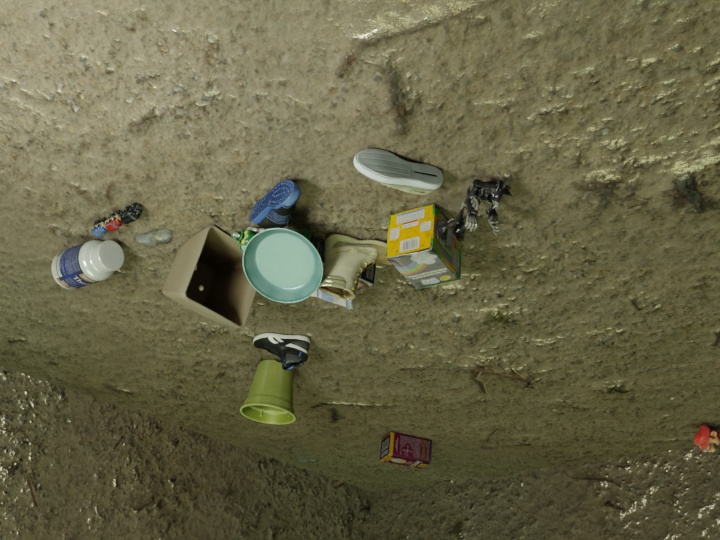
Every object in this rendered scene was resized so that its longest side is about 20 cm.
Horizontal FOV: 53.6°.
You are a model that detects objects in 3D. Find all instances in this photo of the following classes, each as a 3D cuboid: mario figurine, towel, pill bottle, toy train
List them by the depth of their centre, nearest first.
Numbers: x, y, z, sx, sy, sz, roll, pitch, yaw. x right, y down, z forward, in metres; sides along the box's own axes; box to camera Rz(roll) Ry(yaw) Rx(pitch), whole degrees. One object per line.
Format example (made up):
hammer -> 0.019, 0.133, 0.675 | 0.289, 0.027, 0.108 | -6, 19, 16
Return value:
toy train -> -0.620, -0.122, 1.803 | 0.198, 0.046, 0.034 | -16, 143, 36
pill bottle -> -0.738, -0.020, 1.941 | 0.198, 0.112, 0.111 | -14, 144, 33
towel -> -0.111, 0.058, 1.951 | 0.198, 0.024, 0.147 | 18, 167, 3
mario figurine -> 1.308, 0.626, 2.583 | 0.197, 0.106, 0.125 | 0, 116, -2

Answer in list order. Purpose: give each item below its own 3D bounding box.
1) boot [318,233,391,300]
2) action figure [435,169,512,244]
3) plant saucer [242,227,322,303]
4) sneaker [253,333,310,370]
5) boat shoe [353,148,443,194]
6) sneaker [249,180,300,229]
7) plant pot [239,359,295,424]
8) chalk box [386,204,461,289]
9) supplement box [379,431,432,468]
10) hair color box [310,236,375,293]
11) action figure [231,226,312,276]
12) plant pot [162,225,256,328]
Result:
boot -> 0.000, 0.000, 1.758 | 0.197, 0.156, 0.072 | 11, 151, -5
action figure -> 0.255, -0.124, 1.532 | 0.118, 0.103, 0.200 | 5, 148, -33
plant saucer -> -0.184, -0.017, 1.715 | 0.197, 0.036, 0.202 | 4, 118, 8
sneaker -> -0.267, 0.269, 2.331 | 0.197, 0.113, 0.073 | -2, 148, 16
boat shoe -> 0.075, -0.196, 1.489 | 0.198, 0.073, 0.062 | 13, 148, -16
sneaker -> -0.179, -0.146, 1.644 | 0.077, 0.071, 0.199 | 22, 154, -29
plant pot -> -0.314, 0.427, 2.541 | 0.198, 0.186, 0.201 | 6, 150, 3
chalk box -> 0.162, -0.043, 1.683 | 0.123, 0.125, 0.200 | -12, 146, 29
supplement box -> 0.199, 0.792, 3.135 | 0.198, 0.104, 0.131 | 14, 149, -11
hair color box -> -0.068, -0.007, 1.859 | 0.198, 0.061, 0.100 | 23, 147, -27
action figure -> -0.229, -0.066, 1.767 | 0.198, 0.119, 0.055 | 13, 166, 12
plant pot -> -0.401, 0.024, 1.875 | 0.176, 0.202, 0.199 | -6, 150, 43
